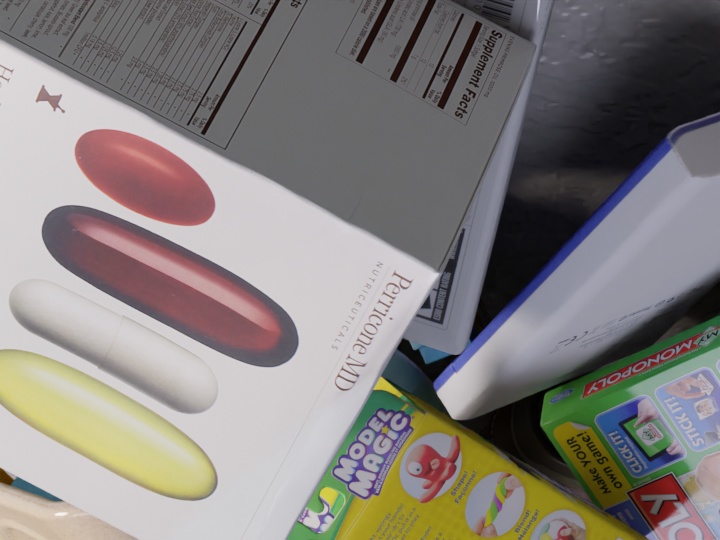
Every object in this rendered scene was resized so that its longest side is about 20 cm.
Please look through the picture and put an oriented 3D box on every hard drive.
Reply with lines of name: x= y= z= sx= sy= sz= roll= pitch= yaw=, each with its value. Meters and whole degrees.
hard drive: x=0.127 y=-0.010 z=1.257 sx=0.131 sy=0.025 sz=0.200 roll=-19 pitch=161 yaw=-38

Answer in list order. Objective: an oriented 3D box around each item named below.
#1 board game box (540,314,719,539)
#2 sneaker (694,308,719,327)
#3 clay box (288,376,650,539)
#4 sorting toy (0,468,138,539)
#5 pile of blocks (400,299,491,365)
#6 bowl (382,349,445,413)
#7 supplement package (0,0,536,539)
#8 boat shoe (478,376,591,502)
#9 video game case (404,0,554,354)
board game box: x=0.188 y=0.111 z=1.330 sx=0.134 sy=0.029 sz=0.200 roll=-26 pitch=113 yaw=23
sneaker: x=0.186 y=0.057 z=1.358 sx=0.088 sy=0.074 sz=0.201 roll=19 pitch=122 yaw=1
clay box: x=0.037 y=0.128 z=1.260 sx=0.200 sy=0.048 sz=0.115 roll=33 pitch=92 yaw=-33
sorting toy: x=-0.122 y=0.137 z=1.313 sx=0.199 sy=0.037 sz=0.185 roll=6 pitch=146 yaw=48
pile of blocks: x=0.000 y=0.000 z=1.280 sx=0.062 sy=0.082 sz=0.200 roll=-22 pitch=140 yaw=12
bowl: x=-0.071 y=0.081 z=1.338 sx=0.199 sy=0.106 sz=0.201 roll=17 pitch=160 yaw=6
supplement package: x=-0.074 y=-0.024 z=1.106 sx=0.199 sy=0.147 sz=0.192 roll=27 pitch=130 yaw=-1
boat shoe: x=0.148 y=0.109 z=1.453 sx=0.199 sy=0.072 sz=0.068 roll=28 pitch=143 yaw=-17
video game case: x=-0.026 y=-0.071 z=1.164 sx=0.181 sy=0.023 sz=0.201 roll=17 pitch=130 yaw=6
